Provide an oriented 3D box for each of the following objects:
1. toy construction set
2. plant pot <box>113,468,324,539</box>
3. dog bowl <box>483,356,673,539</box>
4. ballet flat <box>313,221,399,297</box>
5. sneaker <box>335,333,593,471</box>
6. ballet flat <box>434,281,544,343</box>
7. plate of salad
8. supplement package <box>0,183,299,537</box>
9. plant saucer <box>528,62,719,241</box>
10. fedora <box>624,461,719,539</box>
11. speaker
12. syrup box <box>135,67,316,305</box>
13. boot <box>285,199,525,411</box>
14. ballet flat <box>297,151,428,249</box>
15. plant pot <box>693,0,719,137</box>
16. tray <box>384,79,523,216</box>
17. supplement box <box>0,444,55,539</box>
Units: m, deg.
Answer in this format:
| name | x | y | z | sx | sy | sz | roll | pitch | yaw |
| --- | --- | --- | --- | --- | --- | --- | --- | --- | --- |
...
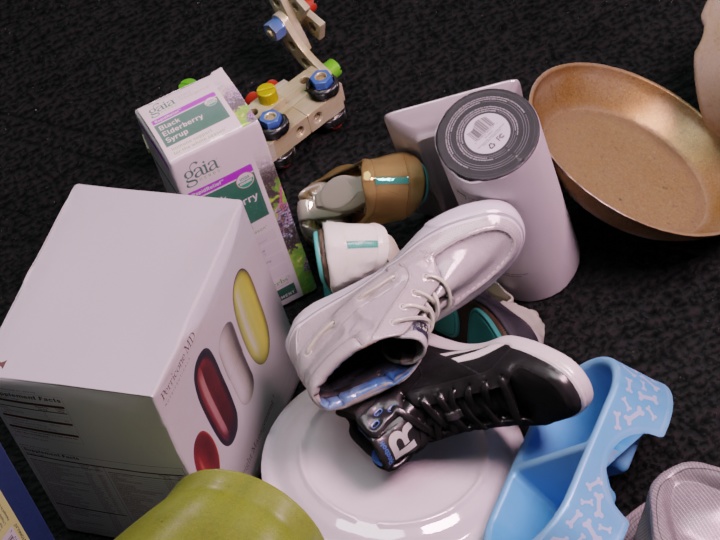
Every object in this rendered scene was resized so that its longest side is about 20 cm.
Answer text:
| name | x | y | z | sx | sy | sz | roll | pitch | yaw |
| --- | --- | --- | --- | --- | --- | --- | --- | --- | --- |
| toy construction set | -0.091 | -0.156 | 1.806 | 0.131 | 0.092 | 0.200 | 33 | 76 | 36 |
| plant pot | -0.116 | 0.246 | 1.402 | 0.199 | 0.201 | 0.193 | 8 | 40 | 23 |
| dog bowl | 0.151 | 0.145 | 1.449 | 0.111 | 0.050 | 0.200 | -26 | 29 | 52 |
| ballet flat | 0.000 | 0.000 | 1.584 | 0.069 | 0.200 | 0.070 | 0 | 81 | 1 |
| sneaker | 0.065 | 0.105 | 1.462 | 0.199 | 0.073 | 0.112 | 5 | 42 | 47 |
| ballet flat | 0.100 | 0.040 | 1.585 | 0.073 | 0.073 | 0.200 | -34 | 42 | -14 |
| plate of salad | 0.025 | 0.149 | 1.525 | 0.199 | 0.048 | 0.201 | -1 | 45 | 1 |
| supplement package | -0.157 | 0.074 | 1.541 | 0.146 | 0.200 | 0.192 | 6 | 52 | 21 |
| plant saucer | 0.218 | -0.087 | 1.631 | 0.199 | 0.036 | 0.201 | 17 | 40 | -14 |
| fedora | 0.247 | 0.198 | 1.385 | 0.176 | 0.090 | 0.200 | -24 | 47 | -5 |
| speaker | 0.116 | -0.053 | 1.567 | 0.081 | 0.200 | 0.082 | -7 | 61 | 13 |
| syrup box | -0.107 | -0.056 | 1.639 | 0.078 | 0.200 | 0.082 | -27 | 47 | -9 |
| boot | 0.042 | 0.031 | 1.468 | 0.200 | 0.074 | 0.096 | -34 | 30 | 5 |
| ballet flat | -0.017 | -0.057 | 1.634 | 0.063 | 0.200 | 0.069 | -3 | 78 | -28 |
| plant pot | 0.373 | -0.165 | 1.617 | 0.183 | 0.201 | 0.201 | 4 | 50 | 34 |
| tray | 0.087 | -0.088 | 1.621 | 0.107 | 0.200 | 0.022 | -16 | 68 | 4 |
| supplement box | -0.337 | 0.227 | 1.460 | 0.134 | 0.200 | 0.200 | 18 | 56 | 29 |
